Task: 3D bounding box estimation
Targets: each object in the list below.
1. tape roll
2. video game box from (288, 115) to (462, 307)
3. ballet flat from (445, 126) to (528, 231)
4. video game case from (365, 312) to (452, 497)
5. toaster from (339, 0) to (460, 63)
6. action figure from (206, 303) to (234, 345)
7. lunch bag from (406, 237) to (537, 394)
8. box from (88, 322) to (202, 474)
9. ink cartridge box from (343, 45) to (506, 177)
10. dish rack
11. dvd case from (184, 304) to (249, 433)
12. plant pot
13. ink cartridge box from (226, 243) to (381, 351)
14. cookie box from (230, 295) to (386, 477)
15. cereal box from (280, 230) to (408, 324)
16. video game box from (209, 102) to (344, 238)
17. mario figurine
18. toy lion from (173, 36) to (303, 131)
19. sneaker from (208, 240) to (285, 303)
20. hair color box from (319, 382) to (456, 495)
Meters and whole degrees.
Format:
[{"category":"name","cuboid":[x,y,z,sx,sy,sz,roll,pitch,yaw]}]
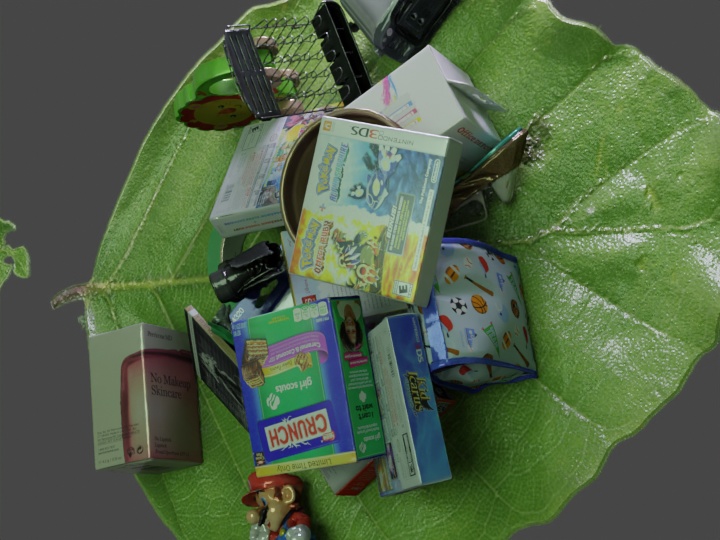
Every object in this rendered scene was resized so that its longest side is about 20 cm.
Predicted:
[{"category":"tape roll","cuboid":[-0.134,-0.027,1.839,0.198,0.048,0.204,-7,76,29]},{"category":"video game box","cuboid":[0.016,-0.074,1.510,0.180,0.047,0.203,12,90,31]},{"category":"ballet flat","cuboid":[0.156,-0.105,1.669,0.199,0.068,0.073,-36,87,9]},{"category":"video game case","cuboid":[0.047,0.170,1.550,0.045,0.181,0.203,-8,78,-17]},{"category":"toaster","cuboid":[0.062,-0.403,1.761,0.201,0.113,0.129,-52,57,13]},{"category":"action figure","cuboid":[-0.117,0.122,1.701,0.199,0.118,0.055,38,91,4]},{"category":"lunch bag","cuboid":[0.124,0.056,1.574,0.123,0.199,0.172,-19,71,26]},{"category":"box","cuboid":[-0.318,0.192,1.857,0.108,0.127,0.203,-15,73,27]},{"category":"ink cartridge box","cuboid":[0.086,-0.194,1.693,0.199,0.128,0.126,-34,64,20]},{"category":"dish rack","cuboid":[-0.089,-0.284,1.720,0.054,0.198,0.155,-34,75,49]},{"category":"dvd case","cuboid":[-0.183,0.158,1.788,0.016,0.150,0.200,-32,56,-25]},{"category":"plant pot","cuboid":[0.002,-0.098,1.598,0.198,0.092,0.204,-2,85,26]},{"category":"ink cartridge box","cuboid":[-0.085,0.082,1.752,0.199,0.043,0.197,39,103,9]},{"category":"cookie box","cuboid":[-0.066,0.147,1.577,0.170,0.075,0.203,-15,83,36]},{"category":"cereal box","cuboid":[0.000,0.000,1.698,0.197,0.040,0.146,-11,71,-6]},{"category":"video game box","cuboid":[-0.105,-0.145,1.781,0.180,0.047,0.202,-12,42,28]},{"category":"mario figurine","cuboid":[-0.110,0.365,1.709,0.123,0.106,0.201,-40,64,20]},{"category":"toy lion","cuboid":[-0.189,-0.259,1.840,0.189,0.200,0.070,-11,75,9]},{"category":"sneaker","cuboid":[-0.146,0.000,1.707,0.103,0.200,0.061,-27,93,5]},{"category":"hair color box","cuboid":[0.022,0.201,1.687,0.200,0.061,0.102,-44,62,17]}]
